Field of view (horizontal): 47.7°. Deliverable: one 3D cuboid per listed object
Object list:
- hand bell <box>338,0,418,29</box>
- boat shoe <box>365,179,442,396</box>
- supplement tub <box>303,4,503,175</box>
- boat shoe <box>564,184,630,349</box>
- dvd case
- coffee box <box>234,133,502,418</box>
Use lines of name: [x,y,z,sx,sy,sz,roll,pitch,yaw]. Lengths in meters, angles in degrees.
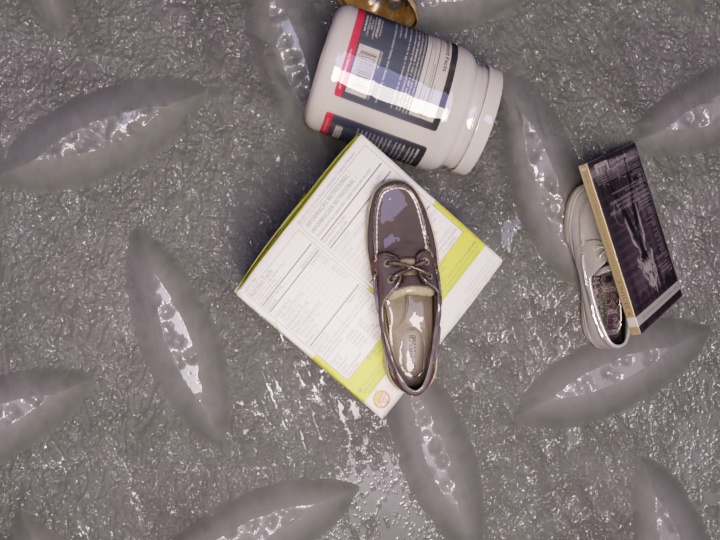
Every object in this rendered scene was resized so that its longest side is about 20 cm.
hand bell: [0.053,-0.391,0.950,0.103,0.104,0.203,23,76,-7]
boat shoe: [0.045,0.016,0.756,0.070,0.065,0.205,-3,92,-6]
supplement tub: [0.046,-0.198,0.913,0.196,0.140,0.143,18,90,-7]
boat shoe: [0.292,-0.004,0.985,0.070,0.068,0.205,-2,92,-7]
dvd case: [0.324,-0.042,0.969,0.148,0.016,0.204,-23,95,-48]
coffee box: [0.000,0.000,0.884,0.197,0.200,0.201,39,88,-7]
